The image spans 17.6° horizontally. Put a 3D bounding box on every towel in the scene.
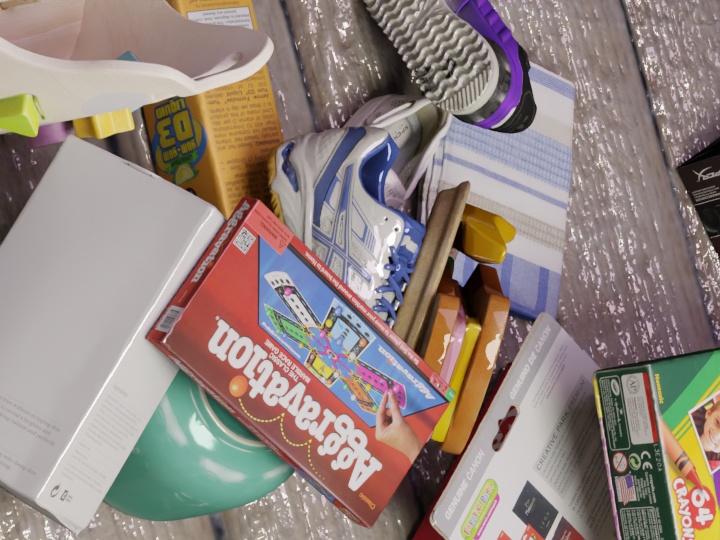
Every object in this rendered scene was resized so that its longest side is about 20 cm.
[{"bbox_3d":[0.099,-0.069,1.722,0.147,0.024,0.201,19,69,-38],"label":"towel"}]

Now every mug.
[{"bbox_3d":[-0.110,0.066,1.451,0.185,0.114,0.152,40,57,-26],"label":"mug"}]

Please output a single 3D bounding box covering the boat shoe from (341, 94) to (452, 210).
[{"bbox_3d":[-0.002,-0.058,1.603,0.071,0.069,0.200,50,53,-20],"label":"boat shoe"}]

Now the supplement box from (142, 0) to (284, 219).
[{"bbox_3d":[-0.102,-0.115,1.537,0.069,0.066,0.201,-13,87,-41],"label":"supplement box"}]

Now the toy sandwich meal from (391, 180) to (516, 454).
[{"bbox_3d":[0.058,0.035,1.551,0.070,0.205,0.206,20,62,0],"label":"toy sandwich meal"}]

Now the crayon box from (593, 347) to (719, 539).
[{"bbox_3d":[0.249,0.153,1.572,0.172,0.058,0.201,-8,88,-40],"label":"crayon box"}]

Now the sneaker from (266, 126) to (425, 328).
[{"bbox_3d":[0.000,0.000,1.460,0.075,0.088,0.201,39,37,-69],"label":"sneaker"}]

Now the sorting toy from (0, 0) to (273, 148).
[{"bbox_3d":[-0.155,-0.124,1.393,0.200,0.180,0.107,-26,114,-58],"label":"sorting toy"}]

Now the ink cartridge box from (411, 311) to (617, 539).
[{"bbox_3d":[0.116,0.159,1.636,0.176,0.084,0.200,48,53,-23],"label":"ink cartridge box"}]

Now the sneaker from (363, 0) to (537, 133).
[{"bbox_3d":[0.070,-0.169,1.665,0.099,0.070,0.200,26,33,-44],"label":"sneaker"}]

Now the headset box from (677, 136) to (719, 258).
[{"bbox_3d":[0.365,-0.033,1.899,0.149,0.077,0.200,-35,103,-39],"label":"headset box"}]

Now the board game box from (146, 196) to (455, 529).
[{"bbox_3d":[-0.031,0.057,1.382,0.200,0.019,0.103,44,72,-34],"label":"board game box"}]

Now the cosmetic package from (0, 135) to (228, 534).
[{"bbox_3d":[-0.166,0.035,1.364,0.200,0.113,0.081,-57,158,-10],"label":"cosmetic package"}]
